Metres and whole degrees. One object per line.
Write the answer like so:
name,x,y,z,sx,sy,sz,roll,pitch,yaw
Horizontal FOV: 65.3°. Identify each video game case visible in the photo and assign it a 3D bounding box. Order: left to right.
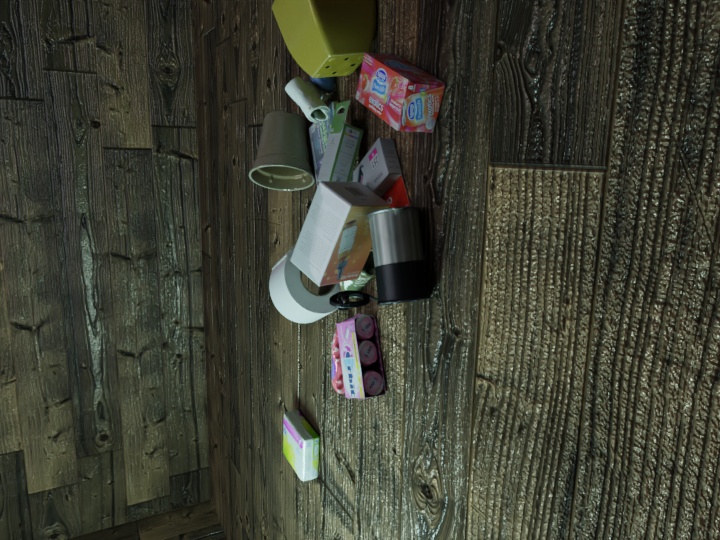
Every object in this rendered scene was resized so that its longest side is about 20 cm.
video game case,-0.091,-0.335,1.564,0.181,0.023,0.207,-22,75,62

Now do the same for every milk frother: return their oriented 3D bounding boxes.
milk frother,0.031,-0.021,1.189,0.180,0.194,0.194,162,102,-66

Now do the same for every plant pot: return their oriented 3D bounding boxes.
plant pot,-0.230,-0.363,1.680,0.199,0.195,0.190,-21,65,61
plant pot,-0.073,-0.576,1.324,0.194,0.190,0.206,-15,90,62

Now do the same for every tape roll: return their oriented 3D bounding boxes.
tape roll,-0.136,0.030,1.520,0.139,0.197,0.209,-31,67,60

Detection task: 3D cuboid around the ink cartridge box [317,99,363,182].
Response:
ink cartridge box,-0.045,-0.311,1.405,0.104,0.058,0.206,-153,77,-67

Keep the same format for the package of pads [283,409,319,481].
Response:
package of pads,-0.202,0.586,1.881,0.199,0.066,0.160,27,118,59

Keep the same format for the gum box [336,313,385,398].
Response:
gum box,-0.001,0.216,1.428,0.113,0.064,0.207,-22,74,62

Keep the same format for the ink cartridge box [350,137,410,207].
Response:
ink cartridge box,0.037,-0.179,1.318,0.200,0.042,0.179,-43,56,57

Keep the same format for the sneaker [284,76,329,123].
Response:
sneaker,-0.125,-0.446,1.511,0.073,0.200,0.117,-38,90,20

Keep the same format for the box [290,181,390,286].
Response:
box,-0.046,-0.085,1.269,0.106,0.150,0.204,37,117,28

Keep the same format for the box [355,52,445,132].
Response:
box,0.076,-0.368,1.152,0.201,0.093,0.102,52,137,47

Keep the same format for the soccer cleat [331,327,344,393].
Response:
soccer cleat,-0.056,0.238,1.547,0.076,0.065,0.206,-148,55,-62

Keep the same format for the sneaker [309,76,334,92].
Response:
sneaker,-0.106,-0.576,1.509,0.078,0.064,0.205,-43,56,52

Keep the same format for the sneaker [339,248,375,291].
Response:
sneaker,0.000,0.000,1.392,0.090,0.066,0.205,43,137,40
